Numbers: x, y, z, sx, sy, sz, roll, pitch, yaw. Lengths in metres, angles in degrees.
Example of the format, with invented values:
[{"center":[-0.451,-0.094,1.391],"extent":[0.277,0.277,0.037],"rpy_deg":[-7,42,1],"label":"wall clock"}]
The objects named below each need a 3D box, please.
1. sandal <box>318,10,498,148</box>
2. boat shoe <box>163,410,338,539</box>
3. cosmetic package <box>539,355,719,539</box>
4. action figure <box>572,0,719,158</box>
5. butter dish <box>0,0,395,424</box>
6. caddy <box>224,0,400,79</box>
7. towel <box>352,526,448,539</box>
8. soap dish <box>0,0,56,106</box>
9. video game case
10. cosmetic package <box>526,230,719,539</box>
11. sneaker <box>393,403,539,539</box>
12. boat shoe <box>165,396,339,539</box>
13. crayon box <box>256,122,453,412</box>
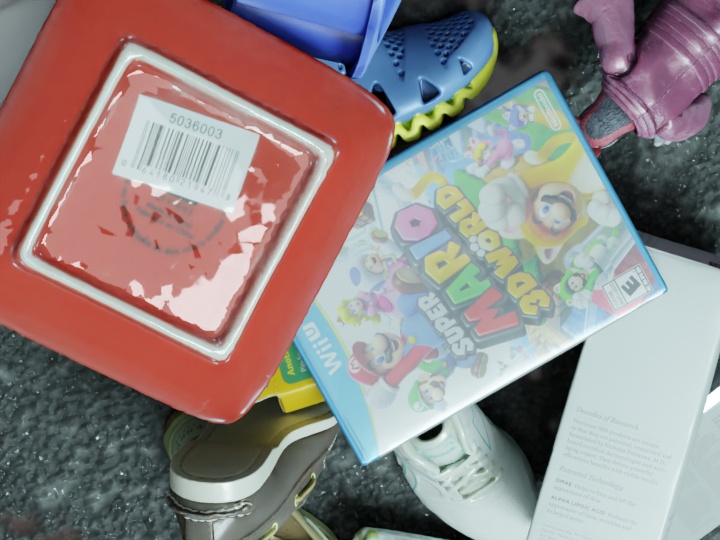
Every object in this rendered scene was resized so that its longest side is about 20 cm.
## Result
[{"center":[-0.018,-0.108,1.472],"extent":[0.199,0.080,0.088],"rpy_deg":[-21,112,-1],"label":"sandal"},{"center":[-0.060,0.171,1.598],"extent":[0.073,0.063,0.200],"rpy_deg":[-32,116,6],"label":"boat shoe"},{"center":[0.217,0.107,1.622],"extent":[0.200,0.051,0.083],"rpy_deg":[-37,115,9],"label":"cosmetic package"},{"center":[0.194,-0.127,1.465],"extent":[0.200,0.149,0.134],"rpy_deg":[-48,120,-2],"label":"action figure"},{"center":[-0.114,-0.052,1.397],"extent":[0.199,0.148,0.200],"rpy_deg":[27,96,-20],"label":"butter dish"},{"center":[-0.011,-0.204,1.373],"extent":[0.104,0.141,0.202],"rpy_deg":[7,79,-8],"label":"caddy"},{"center":[0.060,0.271,1.610],"extent":[0.170,0.048,0.202],"rpy_deg":[14,79,-33],"label":"towel"},{"center":[-0.241,-0.078,1.396],"extent":[0.200,0.081,0.158],"rpy_deg":[-34,128,-44],"label":"soap dish"},{"center":[0.053,-0.002,1.451],"extent":[0.199,0.018,0.144],"rpy_deg":[-30,93,0],"label":"video game case"},{"center":[0.163,0.081,1.534],"extent":[0.081,0.113,0.202],"rpy_deg":[15,94,7],"label":"cosmetic package"},{"center":[0.049,0.107,1.580],"extent":[0.070,0.080,0.201],"rpy_deg":[-35,117,6],"label":"sneaker"},{"center":[-0.058,0.115,1.504],"extent":[0.071,0.200,0.060],"rpy_deg":[5,107,16],"label":"boat shoe"},{"center":[0.000,0.000,1.500],"extent":[0.199,0.052,0.127],"rpy_deg":[-17,75,-2],"label":"crayon box"}]
